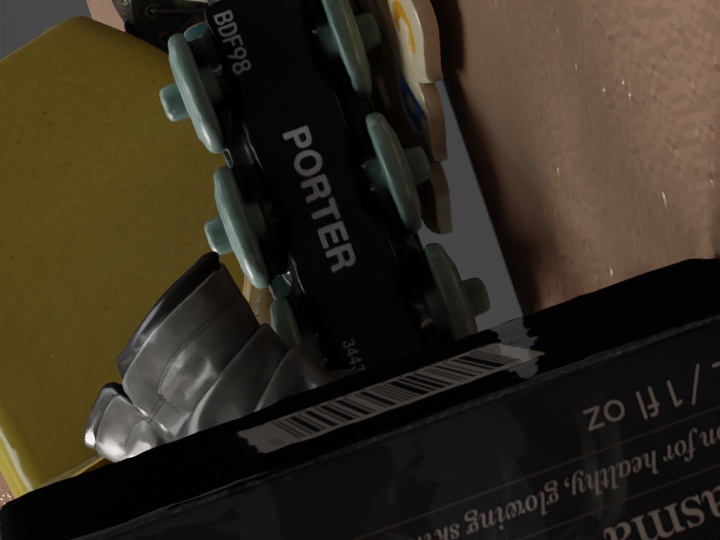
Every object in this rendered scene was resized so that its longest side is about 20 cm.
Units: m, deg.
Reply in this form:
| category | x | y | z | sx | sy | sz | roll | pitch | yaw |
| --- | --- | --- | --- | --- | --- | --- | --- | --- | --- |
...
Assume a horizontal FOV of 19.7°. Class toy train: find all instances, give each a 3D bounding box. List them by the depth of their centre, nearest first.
| category | x | y | z | sx | sy | sz | roll | pitch | yaw |
| --- | --- | --- | --- | --- | --- | --- | --- | --- | --- |
| toy train | -0.012 | -0.018 | 0.771 | 0.114 | 0.085 | 0.200 | 74 | 175 | -78 |

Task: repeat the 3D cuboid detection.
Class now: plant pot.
| category | x | y | z | sx | sy | sz | roll | pitch | yaw |
| --- | --- | --- | --- | --- | --- | --- | --- | --- | --- |
| plant pot | -0.131 | -0.007 | 1.036 | 0.200 | 0.195 | 0.194 | 55 | 167 | 8 |

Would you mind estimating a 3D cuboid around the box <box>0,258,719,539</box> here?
| category | x | y | z | sx | sy | sz | roll | pitch | yaw |
| --- | --- | --- | --- | --- | --- | --- | --- | --- | --- |
| box | 0.040 | 0.119 | 0.485 | 0.124 | 0.200 | 0.197 | -177 | 68 | -79 |

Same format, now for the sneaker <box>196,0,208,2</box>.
| category | x | y | z | sx | sy | sz | roll | pitch | yaw |
| --- | --- | --- | --- | --- | --- | --- | --- | --- | --- |
| sneaker | -0.058 | -0.180 | 0.771 | 0.147 | 0.080 | 0.200 | -64 | -11 | 18 |

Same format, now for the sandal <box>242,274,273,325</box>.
| category | x | y | z | sx | sy | sz | roll | pitch | yaw |
| --- | --- | --- | --- | --- | --- | --- | --- | --- | --- |
| sandal | -0.004 | 0.000 | 0.868 | 0.070 | 0.078 | 0.212 | -28 | 64 | 44 |

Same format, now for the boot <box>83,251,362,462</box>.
| category | x | y | z | sx | sy | sz | roll | pitch | yaw |
| --- | --- | --- | --- | --- | --- | --- | --- | --- | --- |
| boot | -0.011 | 0.042 | 0.659 | 0.132 | 0.070 | 0.200 | 46 | 128 | 4 |

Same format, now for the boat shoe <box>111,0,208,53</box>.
| category | x | y | z | sx | sy | sz | roll | pitch | yaw |
| --- | --- | --- | --- | --- | --- | --- | --- | --- | --- |
| boat shoe | -0.087 | -0.134 | 1.060 | 0.065 | 0.073 | 0.200 | 57 | 173 | 35 |

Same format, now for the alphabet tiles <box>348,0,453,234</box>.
| category | x | y | z | sx | sy | sz | roll | pitch | yaw |
| --- | --- | --- | --- | --- | --- | --- | --- | --- | --- |
| alphabet tiles | -0.005 | -0.116 | 0.801 | 0.200 | 0.015 | 0.196 | 83 | 164 | -49 |
